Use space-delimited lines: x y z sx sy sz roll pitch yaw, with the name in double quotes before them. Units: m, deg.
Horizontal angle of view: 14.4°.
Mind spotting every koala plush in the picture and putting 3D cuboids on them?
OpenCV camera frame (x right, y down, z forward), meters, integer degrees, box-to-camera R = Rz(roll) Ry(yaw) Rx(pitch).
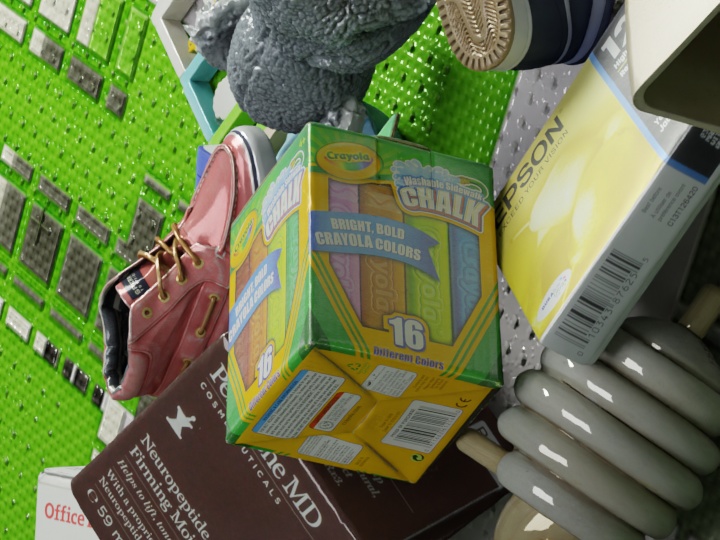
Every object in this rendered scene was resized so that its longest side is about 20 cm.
"koala plush" -0.027 -0.160 1.787 0.177 0.184 0.200 46 136 16

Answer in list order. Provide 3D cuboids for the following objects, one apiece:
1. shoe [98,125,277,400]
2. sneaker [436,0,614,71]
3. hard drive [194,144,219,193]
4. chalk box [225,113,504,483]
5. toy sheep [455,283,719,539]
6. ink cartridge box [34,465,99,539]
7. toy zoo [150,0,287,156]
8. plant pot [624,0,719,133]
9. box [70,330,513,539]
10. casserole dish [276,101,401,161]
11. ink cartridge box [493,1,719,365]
"shoe" -0.114 -0.001 1.875 0.071 0.091 0.200 49 135 49
"sneaker" 0.089 -0.211 1.692 0.070 0.108 0.200 -24 73 45
"hard drive" -0.084 0.028 1.948 0.132 0.025 0.200 34 123 57
"chalk box" 0.000 0.000 1.654 0.124 0.124 0.200 127 149 -49
"toy sheep" 0.142 0.089 1.613 0.138 0.138 0.200 35 94 47
"ink cartridge box" -0.166 0.245 2.030 0.146 0.085 0.200 5 93 52
"toy zoo" -0.088 -0.172 2.005 0.131 0.020 0.200 -51 51 37
"plant pot" 0.249 -0.189 1.451 0.200 0.200 0.177 -49 41 38
"box" -0.040 0.129 1.776 0.166 0.164 0.200 56 133 10
"casserole dish" 0.002 -0.020 1.868 0.121 0.039 0.200 -39 59 43
"ink cartridge box" 0.142 -0.076 1.611 0.198 0.047 0.200 -58 28 17
